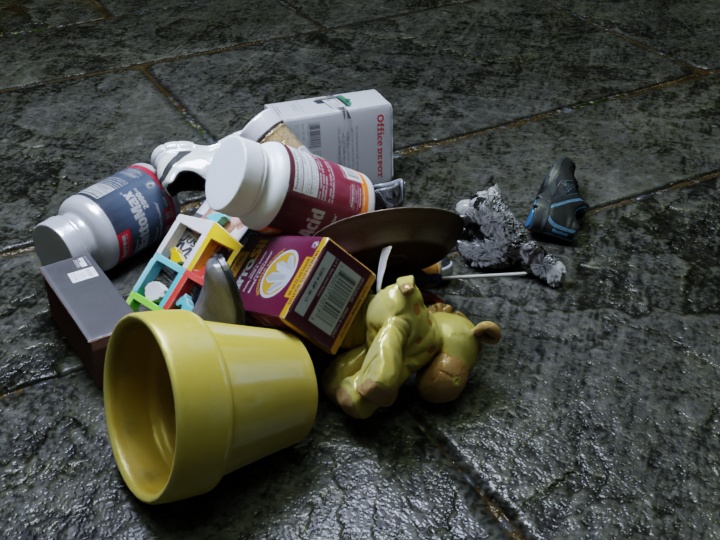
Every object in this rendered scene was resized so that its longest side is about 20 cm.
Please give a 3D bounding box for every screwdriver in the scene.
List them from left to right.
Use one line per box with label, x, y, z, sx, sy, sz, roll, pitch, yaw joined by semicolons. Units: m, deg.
screwdriver;0.126;0.009;1.324;0.198;0.028;0.029;-3;-2;2

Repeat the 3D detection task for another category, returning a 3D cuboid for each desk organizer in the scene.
desk organizer;-0.350;0.063;1.291;0.071;0.078;0.200;-19;37;-27

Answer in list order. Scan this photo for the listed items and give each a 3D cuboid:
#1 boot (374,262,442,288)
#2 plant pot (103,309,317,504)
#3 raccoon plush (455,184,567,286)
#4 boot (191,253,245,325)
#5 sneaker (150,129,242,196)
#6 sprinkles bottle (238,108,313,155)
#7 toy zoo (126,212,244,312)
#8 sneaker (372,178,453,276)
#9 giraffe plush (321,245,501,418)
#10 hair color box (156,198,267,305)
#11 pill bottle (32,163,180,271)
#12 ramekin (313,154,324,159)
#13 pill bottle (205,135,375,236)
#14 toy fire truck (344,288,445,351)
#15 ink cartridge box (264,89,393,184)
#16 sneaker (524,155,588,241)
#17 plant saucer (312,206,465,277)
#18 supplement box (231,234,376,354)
boot;0.000;-0.001;1.374;0.143;0.071;0.200;-16;22;-42
plant pot;-0.158;0.138;1.081;0.188;0.202;0.201;-5;30;-36
raccoon plush;0.224;-0.046;1.479;0.200;0.097;0.134;41;29;8
boot;-0.208;0.077;1.161;0.131;0.201;0.070;-12;41;-22
sneaker;-0.206;-0.152;1.463;0.198;0.074;0.080;-12;51;-9
sprinkles bottle;-0.084;-0.135;1.397;0.200;0.068;0.068;47;44;2
toy zoo;-0.231;0.008;1.314;0.131;0.020;0.201;26;81;34
sneaker;0.058;-0.065;1.448;0.075;0.115;0.200;-24;40;-32
giraffe plush;0.069;0.093;1.182;0.161;0.202;0.172;22;-2;-24
hair color box;-0.186;-0.047;1.366;0.100;0.061;0.201;35;85;35
pill bottle;-0.374;-0.068;1.456;0.119;0.120;0.200;21;39;30
ramekin;-0.131;-0.099;1.518;0.198;0.098;0.201;-1;33;0
pill bottle;-0.089;-0.096;1.260;0.199;0.115;0.114;16;20;-36
toy fire truck;0.002;0.058;1.319;0.198;0.049;0.141;-15;33;-24
ink cartridge box;-0.051;-0.211;1.647;0.198;0.147;0.084;-11;32;-17
sneaker;0.321;-0.110;1.570;0.081;0.074;0.200;23;43;6
plant saucer;0.036;-0.028;1.240;0.198;0.201;0.037;-6;74;-8
supplement box;-0.086;0.025;1.203;0.199;0.085;0.111;5;62;57
